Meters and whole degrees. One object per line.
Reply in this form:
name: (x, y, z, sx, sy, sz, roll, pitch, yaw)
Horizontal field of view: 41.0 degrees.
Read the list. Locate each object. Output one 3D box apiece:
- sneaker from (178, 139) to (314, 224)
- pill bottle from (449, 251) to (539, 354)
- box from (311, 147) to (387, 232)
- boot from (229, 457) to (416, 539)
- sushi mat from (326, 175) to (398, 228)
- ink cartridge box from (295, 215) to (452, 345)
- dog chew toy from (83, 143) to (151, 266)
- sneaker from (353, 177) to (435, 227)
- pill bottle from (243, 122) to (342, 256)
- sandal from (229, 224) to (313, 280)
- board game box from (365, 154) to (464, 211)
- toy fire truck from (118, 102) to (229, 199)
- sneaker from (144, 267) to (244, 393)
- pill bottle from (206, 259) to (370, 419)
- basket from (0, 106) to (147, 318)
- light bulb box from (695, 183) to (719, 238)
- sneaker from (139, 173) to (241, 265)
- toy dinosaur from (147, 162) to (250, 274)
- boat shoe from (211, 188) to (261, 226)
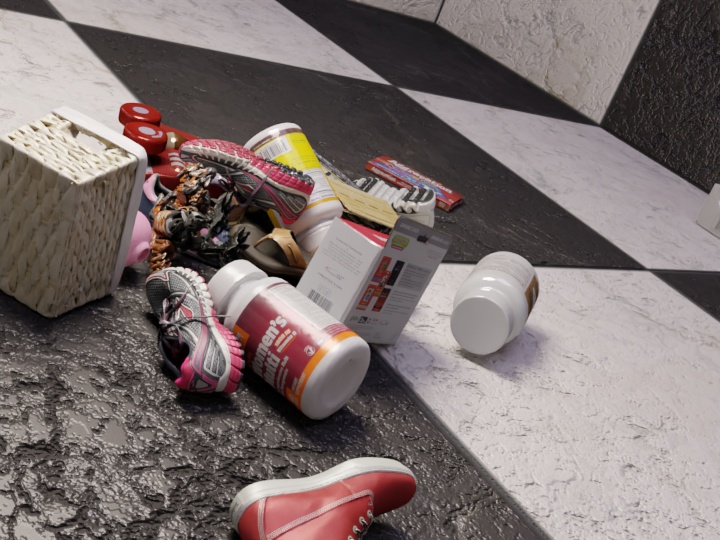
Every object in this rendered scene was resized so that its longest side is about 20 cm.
sneaker: (-0.168, -0.132, 1.383, 0.198, 0.075, 0.081, 23, 13, -5)
pill bottle: (0.202, 0.051, 1.466, 0.114, 0.115, 0.200, 27, 23, 10)
box: (-0.044, -0.120, 1.635, 0.200, 0.049, 0.161, 40, 21, 2)
boot: (-0.006, 0.253, 0.899, 0.198, 0.073, 0.144, -6, 35, -34)
sushi mat: (0.009, -0.107, 1.593, 0.199, 0.012, 0.096, 17, 31, -53)
ink cartridge box: (0.019, 0.000, 1.268, 0.084, 0.177, 0.200, 33, 7, 24)
dog chew toy: (-0.350, -0.079, 1.243, 0.200, 0.125, 0.124, 39, 27, 15)
sneaker: (0.047, -0.114, 1.746, 0.199, 0.082, 0.075, 15, 43, 32)
pill bottle: (-0.099, -0.118, 1.490, 0.109, 0.109, 0.201, -12, 71, -54)
sandal: (-0.100, -0.025, 1.384, 0.199, 0.055, 0.082, 25, 29, -31)
board game box: (0.115, -0.185, 2.018, 0.199, 0.020, 0.103, 29, 22, 14)
toy fire truck: (-0.294, -0.172, 1.482, 0.166, 0.113, 0.200, 9, 27, -23)
sneaker: (-0.205, 0.062, 1.111, 0.074, 0.081, 0.200, 1, 32, -38)
pill bottle: (-0.093, 0.077, 1.143, 0.199, 0.110, 0.109, 35, 26, 26)
basket: (-0.348, -0.065, 1.110, 0.135, 0.201, 0.123, 28, 28, 13)
light bulb box: (1.075, -0.132, 2.651, 0.199, 0.126, 0.198, 6, 28, -36)
sneaker: (-0.226, -0.067, 1.366, 0.198, 0.083, 0.070, 22, 23, -9)
toy dinosaur: (-0.227, -0.054, 1.284, 0.134, 0.202, 0.102, 7, -13, 18)
boat shoe: (-0.202, -0.122, 1.527, 0.072, 0.068, 0.200, 27, 24, 11)
